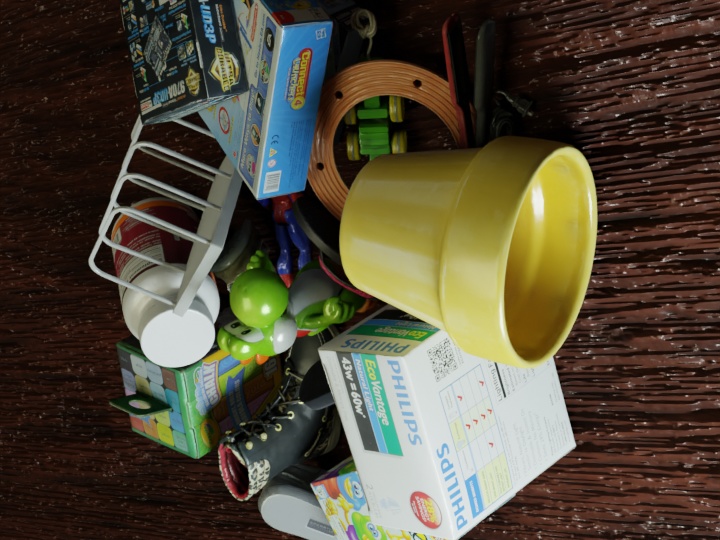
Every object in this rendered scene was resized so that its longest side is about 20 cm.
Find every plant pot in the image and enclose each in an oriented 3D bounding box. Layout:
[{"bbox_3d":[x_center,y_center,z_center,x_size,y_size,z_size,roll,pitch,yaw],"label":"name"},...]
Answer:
[{"bbox_3d":[0.092,-0.028,1.529,0.187,0.201,0.203,11,122,31],"label":"plant pot"}]

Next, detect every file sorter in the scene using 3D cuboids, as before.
[{"bbox_3d":[-0.204,-0.084,1.826,0.123,0.202,0.139,21,141,-11],"label":"file sorter"}]

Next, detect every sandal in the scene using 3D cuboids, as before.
[{"bbox_3d":[-0.002,0.094,1.805,0.043,0.077,0.199,37,130,-26],"label":"sandal"},{"bbox_3d":[0.000,0.000,1.719,0.199,0.075,0.045,39,121,-22],"label":"sandal"}]

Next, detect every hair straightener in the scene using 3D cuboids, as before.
[{"bbox_3d":[0.122,-0.141,1.563,0.076,0.041,0.202,9,123,24],"label":"hair straightener"}]

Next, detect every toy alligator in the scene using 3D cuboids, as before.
[{"bbox_3d":[0.014,-0.174,1.671,0.059,0.054,0.202,-1,119,7],"label":"toy alligator"}]

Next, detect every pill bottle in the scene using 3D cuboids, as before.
[{"bbox_3d":[-0.224,0.015,1.940,0.201,0.112,0.114,-110,21,-49],"label":"pill bottle"}]

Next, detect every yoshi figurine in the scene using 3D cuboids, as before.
[{"bbox_3d":[-0.066,0.022,1.764,0.112,0.199,0.113,-17,100,52],"label":"yoshi figurine"}]

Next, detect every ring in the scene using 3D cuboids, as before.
[{"bbox_3d":[0.036,-0.115,1.649,0.198,0.019,0.202,8,123,13],"label":"ring"}]

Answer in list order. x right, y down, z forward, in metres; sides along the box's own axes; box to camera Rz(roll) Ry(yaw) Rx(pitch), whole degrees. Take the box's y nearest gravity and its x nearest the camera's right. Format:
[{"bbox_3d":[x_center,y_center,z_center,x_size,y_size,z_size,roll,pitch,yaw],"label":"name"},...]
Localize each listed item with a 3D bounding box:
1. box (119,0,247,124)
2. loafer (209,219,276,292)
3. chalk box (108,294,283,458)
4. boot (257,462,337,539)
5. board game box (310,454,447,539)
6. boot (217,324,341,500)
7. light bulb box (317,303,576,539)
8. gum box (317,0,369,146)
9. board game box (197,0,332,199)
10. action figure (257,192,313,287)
[{"bbox_3d":[-0.184,-0.239,1.687,0.199,0.046,0.161,-8,93,64],"label":"box"},{"bbox_3d":[-0.123,-0.005,1.877,0.070,0.075,0.200,41,178,1],"label":"loafer"},{"bbox_3d":[-0.202,0.132,1.986,0.124,0.199,0.125,19,127,41],"label":"chalk box"},{"bbox_3d":[-0.022,0.284,1.987,0.198,0.096,0.074,26,117,-7],"label":"boot"},{"bbox_3d":[0.055,0.239,1.843,0.199,0.104,0.104,-24,94,52],"label":"board game box"},{"bbox_3d":[-0.088,0.156,1.910,0.073,0.153,0.205,29,133,33],"label":"boot"},{"bbox_3d":[0.089,0.126,1.655,0.124,0.199,0.200,1,114,47],"label":"light bulb box"},{"bbox_3d":[-0.084,-0.244,1.742,0.200,0.044,0.171,42,138,22],"label":"gum box"},{"bbox_3d":[-0.107,-0.211,1.659,0.196,0.055,0.201,55,145,40],"label":"board game box"},{"bbox_3d":[-0.079,-0.056,1.851,0.065,0.052,0.202,7,124,41],"label":"action figure"}]
